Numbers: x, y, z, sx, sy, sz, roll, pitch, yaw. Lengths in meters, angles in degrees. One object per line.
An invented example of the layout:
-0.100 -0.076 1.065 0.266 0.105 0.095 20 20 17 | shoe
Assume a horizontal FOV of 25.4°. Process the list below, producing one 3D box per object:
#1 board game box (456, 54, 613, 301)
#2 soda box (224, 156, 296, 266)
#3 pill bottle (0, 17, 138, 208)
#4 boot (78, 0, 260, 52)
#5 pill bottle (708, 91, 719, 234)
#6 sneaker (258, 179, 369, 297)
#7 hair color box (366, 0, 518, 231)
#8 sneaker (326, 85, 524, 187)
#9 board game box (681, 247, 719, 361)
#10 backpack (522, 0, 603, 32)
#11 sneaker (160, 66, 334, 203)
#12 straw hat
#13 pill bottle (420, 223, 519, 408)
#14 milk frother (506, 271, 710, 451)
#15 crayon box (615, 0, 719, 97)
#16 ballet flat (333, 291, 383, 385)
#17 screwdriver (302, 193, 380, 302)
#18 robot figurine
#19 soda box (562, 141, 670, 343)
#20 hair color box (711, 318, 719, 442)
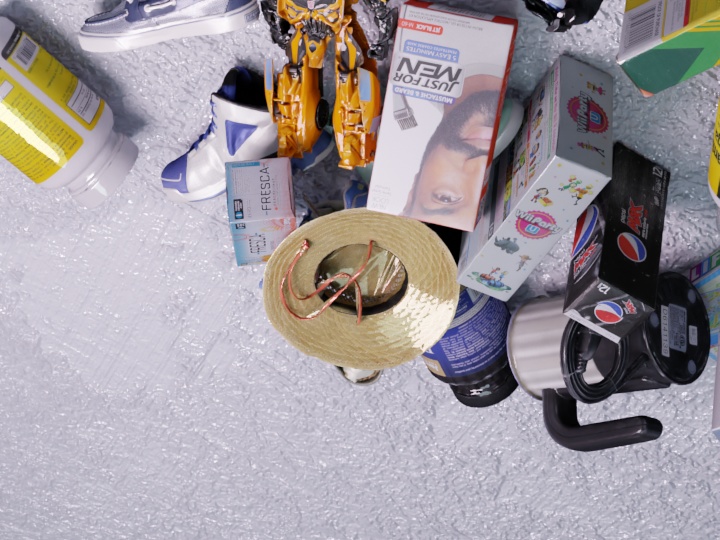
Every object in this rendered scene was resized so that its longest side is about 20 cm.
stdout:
0.170 -0.088 1.566 0.064 0.148 0.200 21 137 -13 | board game box
-0.100 -0.057 1.630 0.068 0.064 0.200 -5 168 -4 | soda box
-0.333 -0.159 1.665 0.112 0.113 0.200 -30 119 37 | pill bottle
-0.197 -0.274 1.564 0.199 0.073 0.091 -7 115 22 | boot
0.387 -0.115 1.503 0.112 0.113 0.201 6 135 11 | pill bottle
-0.043 -0.031 1.752 0.200 0.076 0.077 -35 111 28 | sneaker
0.078 -0.149 1.530 0.110 0.064 0.201 12 106 8 | hair color box
0.057 -0.148 1.592 0.200 0.074 0.118 -17 133 33 | sneaker
0.425 0.024 1.685 0.134 0.034 0.200 36 133 -18 | board game box
0.137 -0.303 1.345 0.190 0.200 0.155 25 105 1 | backpack
-0.131 -0.150 1.659 0.199 0.081 0.115 -14 117 33 | sneaker
0.000 0.000 1.641 0.200 0.085 0.202 -1 118 -1 | straw hat
0.107 0.054 1.755 0.111 0.112 0.200 -9 130 25 | pill bottle
0.226 0.078 1.656 0.188 0.181 0.200 -13 141 45 | milk frother
0.323 -0.242 1.385 0.199 0.127 0.051 -24 124 35 | crayon box
-0.016 0.080 1.803 0.067 0.064 0.200 -25 153 8 | ballet flat
-0.016 -0.011 1.692 0.029 0.028 0.200 -42 129 0 | screwdriver
-0.034 -0.203 1.536 0.144 0.058 0.201 8 113 23 | robot figurine
0.251 -0.030 1.564 0.071 0.201 0.063 28 135 -12 | soda box
0.410 0.089 1.584 0.099 0.201 0.061 -21 124 33 | hair color box
